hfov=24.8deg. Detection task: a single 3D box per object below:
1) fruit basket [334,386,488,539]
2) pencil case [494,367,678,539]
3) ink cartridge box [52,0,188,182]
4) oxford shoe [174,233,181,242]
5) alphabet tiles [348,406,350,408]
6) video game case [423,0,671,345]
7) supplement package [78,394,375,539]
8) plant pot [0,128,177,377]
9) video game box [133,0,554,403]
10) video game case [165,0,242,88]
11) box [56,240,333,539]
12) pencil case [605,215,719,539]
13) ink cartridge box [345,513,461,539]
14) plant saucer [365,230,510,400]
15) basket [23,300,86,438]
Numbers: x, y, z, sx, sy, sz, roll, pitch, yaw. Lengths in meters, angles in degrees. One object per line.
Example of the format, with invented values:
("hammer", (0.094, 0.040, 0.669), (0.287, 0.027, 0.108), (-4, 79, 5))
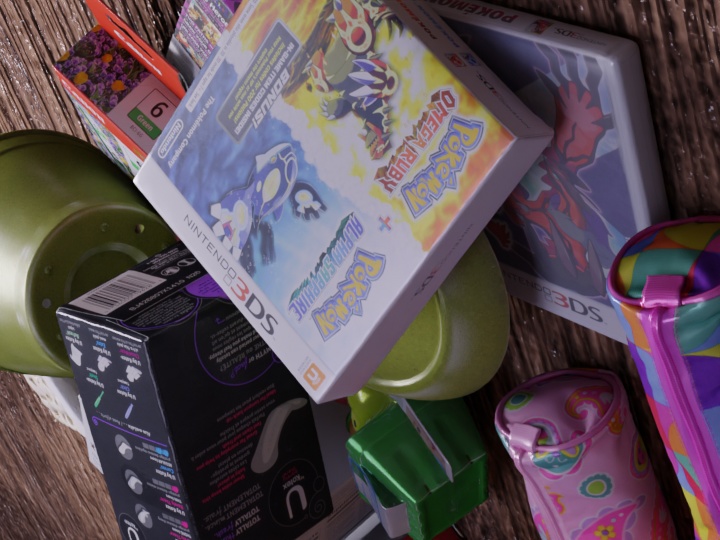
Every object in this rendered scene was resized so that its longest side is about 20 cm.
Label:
("fruit basket", (0.003, 0.090, 1.138), (0.200, 0.094, 0.185), (45, 166, 20))
("pencil case", (0.148, 0.156, 1.018), (0.087, 0.087, 0.201), (18, 138, 48))
("ink cartridge box", (-0.159, -0.112, 1.158), (0.109, 0.050, 0.200), (43, 169, 17))
("oxford shoe", (-0.073, 0.016, 1.193), (0.071, 0.074, 0.201), (12, 125, 43))
("alphabet tiles", (-0.050, 0.059, 1.303), (0.199, 0.008, 0.168), (24, 143, 43))
("video game case", (0.093, -0.055, 0.905), (0.182, 0.023, 0.201), (24, 143, 44))
("supplement package", (-0.100, 0.144, 1.308), (0.200, 0.156, 0.111), (41, 152, 22))
("plant pot", (-0.223, 0.001, 1.257), (0.193, 0.200, 0.201), (20, 141, 60))
("video game box", (-0.018, -0.060, 0.894), (0.182, 0.047, 0.200), (47, 121, 19))
("video game case", (-0.044, -0.091, 1.043), (0.200, 0.036, 0.181), (51, 163, 1))
("box", (-0.111, 0.098, 1.127), (0.106, 0.122, 0.201), (14, 124, 45))
("pencil case", (0.190, 0.070, 0.841), (0.088, 0.088, 0.201), (14, 134, 52))
("ink cartridge box", (0.060, 0.297, 1.343), (0.201, 0.083, 0.146), (55, 153, -7))
("plant saucer", (0.000, 0.000, 0.975), (0.199, 0.031, 0.201), (28, 138, 29))
("basket", (-0.254, 0.033, 1.461), (0.201, 0.135, 0.123), (59, 157, -16))
